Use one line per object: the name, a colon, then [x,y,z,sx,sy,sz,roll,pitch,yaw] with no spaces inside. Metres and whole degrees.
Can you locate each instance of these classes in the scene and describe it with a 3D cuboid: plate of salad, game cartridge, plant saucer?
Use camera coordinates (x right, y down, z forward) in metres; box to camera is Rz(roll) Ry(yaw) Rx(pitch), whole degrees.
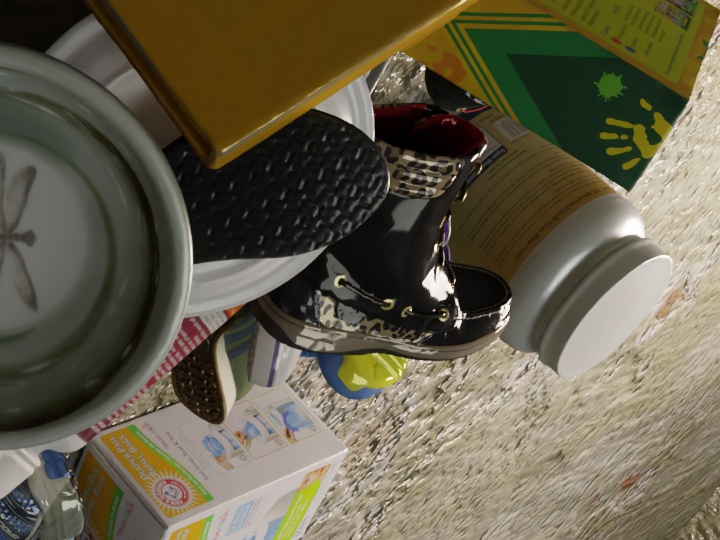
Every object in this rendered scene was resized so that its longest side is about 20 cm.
plate of salad: [-0.090,-0.063,0.846,0.199,0.048,0.201,-10,126,-14]
game cartridge: [-0.043,-0.169,0.787,0.200,0.177,0.032,-34,173,-23]
plant saucer: [-0.178,-0.014,0.764,0.200,0.200,0.050,-52,-167,14]

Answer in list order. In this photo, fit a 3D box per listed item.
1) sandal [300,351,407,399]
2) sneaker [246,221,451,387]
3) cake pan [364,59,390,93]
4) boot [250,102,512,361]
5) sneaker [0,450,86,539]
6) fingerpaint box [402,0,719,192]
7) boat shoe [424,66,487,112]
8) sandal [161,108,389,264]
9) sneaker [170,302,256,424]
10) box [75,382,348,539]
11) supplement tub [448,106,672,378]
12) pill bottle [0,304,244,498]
sandal: [-0.019,0.042,1.193,0.087,0.080,0.200,-30,-160,11]
sneaker: [0.000,0.000,1.090,0.073,0.114,0.201,116,-4,-70]
cake pan: [0.002,-0.140,0.971,0.201,0.037,0.200,-61,-179,1]
boot: [0.039,-0.023,1.004,0.199,0.073,0.151,2,124,-36]
sneaker: [-0.236,0.171,1.075,0.085,0.077,0.200,-12,152,-19]
fingerpaint box: [0.130,-0.151,1.015,0.074,0.166,0.200,-59,178,29]
boat shoe: [0.121,-0.181,1.170,0.201,0.074,0.063,-41,-163,-35]
sandal: [-0.084,-0.036,0.808,0.199,0.076,0.048,-15,-162,7]
sneaker: [-0.090,0.016,1.148,0.090,0.067,0.201,-46,156,-38]
box: [-0.126,0.173,1.275,0.200,0.101,0.113,-17,143,-46]
supplement tub: [0.127,-0.028,1.241,0.144,0.200,0.145,-35,154,-20]
pill bottle: [-0.172,0.036,0.973,0.200,0.114,0.114,-42,156,-9]
